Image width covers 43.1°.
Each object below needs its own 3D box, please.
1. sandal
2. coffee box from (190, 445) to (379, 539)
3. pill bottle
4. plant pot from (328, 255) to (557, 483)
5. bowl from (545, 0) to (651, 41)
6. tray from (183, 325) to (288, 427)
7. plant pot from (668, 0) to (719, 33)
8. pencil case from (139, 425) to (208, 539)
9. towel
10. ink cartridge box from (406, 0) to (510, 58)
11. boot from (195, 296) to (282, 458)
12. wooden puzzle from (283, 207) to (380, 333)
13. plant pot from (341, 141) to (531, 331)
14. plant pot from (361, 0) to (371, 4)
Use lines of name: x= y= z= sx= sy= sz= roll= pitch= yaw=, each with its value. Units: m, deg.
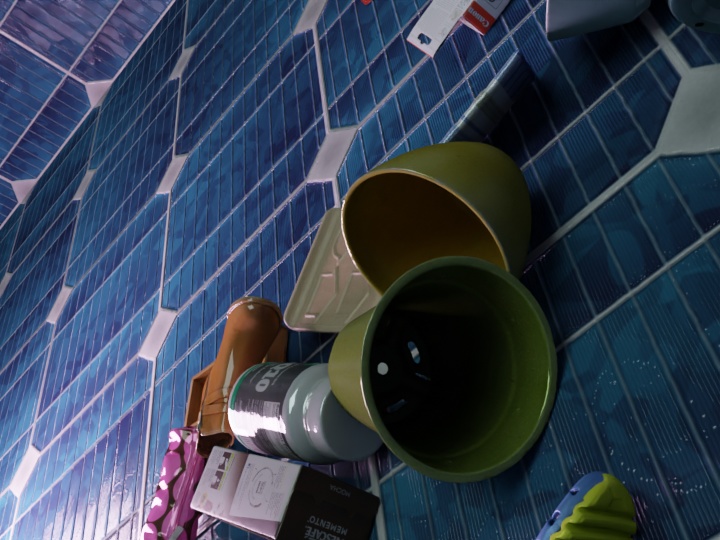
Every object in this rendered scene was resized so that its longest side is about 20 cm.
sandal: x=0.141 y=0.243 z=0.723 sx=0.200 sy=0.079 sz=0.087 roll=-57 pitch=26 yaw=1
coffee box: x=-0.088 y=0.259 z=1.012 sx=0.200 sy=0.113 sz=0.080 roll=-7 pitch=58 yaw=55
pill bottle: x=-0.061 y=0.164 z=1.056 sx=0.200 sy=0.113 sz=0.114 roll=-6 pitch=59 yaw=54
plant pot: x=0.057 y=0.096 z=0.895 sx=0.190 sy=0.200 sz=0.201 roll=-15 pitch=50 yaw=67
bowl: x=0.264 y=-0.342 z=0.971 sx=0.105 sy=0.201 sz=0.202 roll=9 pitch=65 yaw=15
tray: x=-0.180 y=0.161 z=1.315 sx=0.200 sy=0.037 sz=0.099 roll=-37 pitch=37 yaw=35
plant pot: x=0.346 y=-0.325 z=0.816 sx=0.200 sy=0.199 sz=0.189 roll=-11 pitch=70 yaw=53
pencil case: x=-0.241 y=0.305 z=1.230 sx=0.094 sy=0.090 sz=0.201 roll=101 pitch=178 yaw=-61
towel: x=0.127 y=-0.167 z=1.070 sx=0.200 sy=0.024 sz=0.147 roll=-50 pitch=-10 yaw=12
ink cartridge box: x=0.157 y=-0.381 z=1.274 sx=0.200 sy=0.050 sz=0.109 roll=-53 pitch=31 yaw=12
boot: x=-0.158 y=0.139 z=1.168 sx=0.200 sy=0.073 sz=0.155 roll=117 pitch=168 yaw=-47
wooden puzzle: x=0.000 y=0.000 z=1.182 sx=0.200 sy=0.046 sz=0.186 roll=0 pitch=65 yaw=51
plant pot: x=0.101 y=-0.057 z=0.961 sx=0.200 sy=0.200 sz=0.142 roll=-17 pitch=24 yaw=50
plant pot: x=0.011 y=-0.629 z=1.586 sx=0.200 sy=0.176 sz=0.201 roll=-36 pitch=38 yaw=35
